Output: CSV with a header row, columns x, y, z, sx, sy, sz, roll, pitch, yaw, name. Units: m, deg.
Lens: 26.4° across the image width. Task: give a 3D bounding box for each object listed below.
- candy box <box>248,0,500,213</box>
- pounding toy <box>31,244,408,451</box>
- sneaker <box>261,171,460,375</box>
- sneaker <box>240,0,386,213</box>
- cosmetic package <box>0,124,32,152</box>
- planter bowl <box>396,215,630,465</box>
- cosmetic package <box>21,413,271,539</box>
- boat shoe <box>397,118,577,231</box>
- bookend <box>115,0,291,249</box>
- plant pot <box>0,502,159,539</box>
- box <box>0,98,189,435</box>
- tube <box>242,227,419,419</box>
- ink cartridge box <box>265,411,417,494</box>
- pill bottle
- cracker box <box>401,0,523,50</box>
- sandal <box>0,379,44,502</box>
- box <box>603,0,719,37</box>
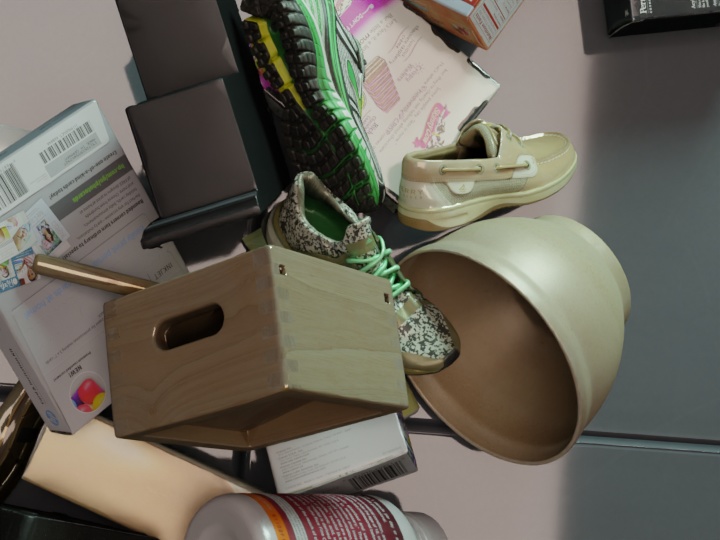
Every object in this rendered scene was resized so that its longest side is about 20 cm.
x,y,z,sx,sy,sz,roll,pitch,yaw,name
-0.001,-0.164,1.294,0.200,0.061,0.137,40,84,-3,candy box
-0.103,0.046,1.118,0.199,0.184,0.144,-17,71,30,pounding toy
0.000,0.000,1.187,0.200,0.089,0.077,42,64,17,sneaker
-0.019,-0.142,1.223,0.085,0.078,0.202,-30,106,-39,sneaker
-0.319,-0.074,1.225,0.198,0.108,0.086,11,83,-9,cosmetic package
0.137,0.037,1.251,0.134,0.200,0.201,-37,92,-33,planter bowl
-0.166,0.175,1.236,0.199,0.105,0.072,26,83,-4,cosmetic package
0.108,-0.090,1.262,0.199,0.072,0.066,-21,118,-38,boat shoe
-0.133,-0.136,1.160,0.091,0.200,0.201,-16,99,6,bookend
-0.257,0.267,1.142,0.199,0.198,0.179,20,77,-45,plant pot
-0.217,-0.003,1.161,0.156,0.041,0.201,-40,112,-32,box
-0.020,0.042,1.290,0.058,0.052,0.201,-25,85,-47,tube
-0.033,0.082,1.235,0.108,0.050,0.202,-20,62,5,ink cartridge box
-0.028,0.226,1.160,0.199,0.112,0.114,7,85,-40,pill bottle
0.106,-0.298,1.285,0.134,0.058,0.201,32,82,33,cracker box
-0.298,0.135,1.237,0.054,0.080,0.201,26,82,10,sandal
0.278,-0.314,1.331,0.140,0.079,0.202,-6,89,-10,box
